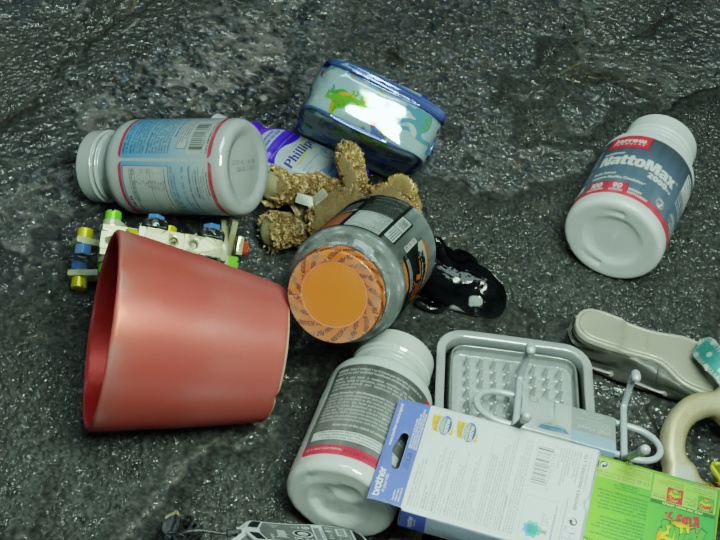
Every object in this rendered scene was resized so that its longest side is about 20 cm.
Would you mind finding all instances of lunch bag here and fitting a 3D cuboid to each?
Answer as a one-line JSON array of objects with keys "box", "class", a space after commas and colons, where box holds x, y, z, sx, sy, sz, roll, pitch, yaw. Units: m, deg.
[{"box": [0.011, -0.172, 1.711, 0.161, 0.200, 0.082, 26, 84, -3], "class": "lunch bag"}]

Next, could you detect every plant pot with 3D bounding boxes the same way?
[{"box": [-0.173, 0.071, 1.472, 0.177, 0.200, 0.200, 9, 45, -17], "class": "plant pot"}]

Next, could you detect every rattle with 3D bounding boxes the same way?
[{"box": [0.386, 0.142, 1.501, 0.130, 0.143, 0.200, 22, 67, 11], "class": "rattle"}]

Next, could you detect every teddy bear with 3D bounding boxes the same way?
[{"box": [-0.025, -0.069, 1.661, 0.200, 0.067, 0.145, -16, 84, 15], "class": "teddy bear"}]

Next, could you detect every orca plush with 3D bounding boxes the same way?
[{"box": [0.083, -0.024, 1.676, 0.105, 0.071, 0.200, -28, 57, -31], "class": "orca plush"}]

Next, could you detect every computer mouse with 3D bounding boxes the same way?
[{"box": [-0.089, 0.264, 1.378, 0.200, 0.044, 0.110, 7, 6, -9], "class": "computer mouse"}]

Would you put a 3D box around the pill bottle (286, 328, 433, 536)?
[{"box": [0.008, 0.155, 1.467, 0.111, 0.111, 0.200, 18, 47, 6], "class": "pill bottle"}]

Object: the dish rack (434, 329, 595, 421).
[{"box": [0.159, 0.155, 1.541, 0.172, 0.044, 0.200, 7, 46, -2], "class": "dish rack"}]

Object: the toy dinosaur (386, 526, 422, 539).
[{"box": [0.049, 0.279, 1.406, 0.088, 0.047, 0.200, 23, 44, 20], "class": "toy dinosaur"}]

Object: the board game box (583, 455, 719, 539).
[{"box": [0.240, 0.237, 1.424, 0.200, 0.048, 0.102, 15, 56, 3], "class": "board game box"}]

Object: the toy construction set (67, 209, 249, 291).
[{"box": [-0.209, -0.016, 1.592, 0.200, 0.131, 0.092, -4, 72, -22], "class": "toy construction set"}]

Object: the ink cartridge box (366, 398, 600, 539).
[{"box": [0.115, 0.200, 1.382, 0.200, 0.042, 0.119, 16, 55, 5], "class": "ink cartridge box"}]

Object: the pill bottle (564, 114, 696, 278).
[{"box": [0.329, -0.095, 1.756, 0.120, 0.120, 0.200, 23, 47, 11], "class": "pill bottle"}]

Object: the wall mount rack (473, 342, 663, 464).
[{"box": [0.213, 0.144, 1.460, 0.200, 0.075, 0.174, 15, 26, 1], "class": "wall mount rack"}]

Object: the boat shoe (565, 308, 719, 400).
[{"box": [0.320, 0.103, 1.621, 0.200, 0.057, 0.067, 23, 50, 4], "class": "boat shoe"}]

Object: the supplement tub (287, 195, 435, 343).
[{"box": [0.000, 0.000, 1.521, 0.122, 0.123, 0.200, 21, 21, 10], "class": "supplement tub"}]

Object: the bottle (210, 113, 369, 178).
[{"box": [-0.092, -0.126, 1.744, 0.200, 0.065, 0.084, 26, 44, 14], "class": "bottle"}]

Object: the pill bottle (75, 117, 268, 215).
[{"box": [-0.213, -0.116, 1.652, 0.200, 0.109, 0.109, 3, 42, 25], "class": "pill bottle"}]
